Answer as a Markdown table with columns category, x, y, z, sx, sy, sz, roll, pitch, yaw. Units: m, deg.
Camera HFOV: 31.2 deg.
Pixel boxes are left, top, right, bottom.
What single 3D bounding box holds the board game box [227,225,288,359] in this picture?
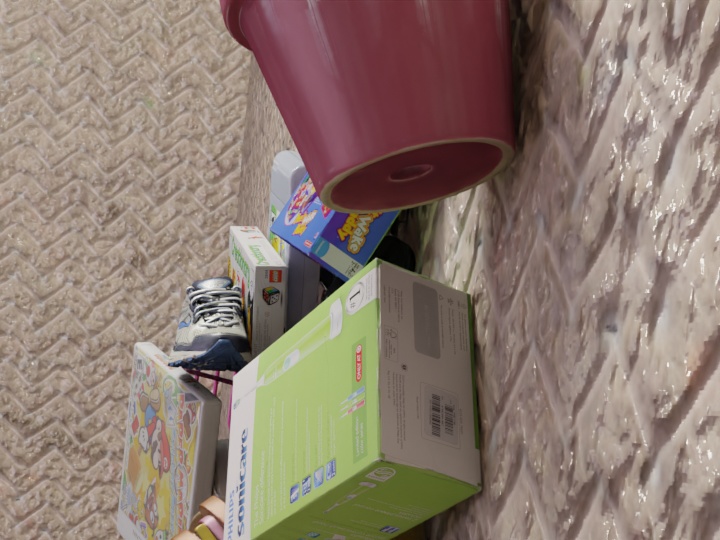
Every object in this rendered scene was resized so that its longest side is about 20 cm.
| category | x | y | z | sx | sy | sz | roll | pitch | yaw |
| --- | --- | --- | --- | --- | --- | --- | --- | --- | --- |
| board game box | -0.105 | 0.036 | 1.275 | 0.200 | 0.034 | 0.128 | -136 | 49 | -73 |

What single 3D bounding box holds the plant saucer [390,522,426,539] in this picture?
| category | x | y | z | sx | sy | sz | roll | pitch | yaw |
| --- | --- | --- | --- | --- | --- | --- | --- | --- | --- |
| plant saucer | 0.012 | 0.225 | 0.992 | 0.201 | 0.048 | 0.202 | 107 | 165 | -51 |

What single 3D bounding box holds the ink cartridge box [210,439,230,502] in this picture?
| category | x | y | z | sx | sy | sz | roll | pitch | yaw |
| --- | --- | --- | --- | --- | --- | --- | --- | --- | --- |
| ink cartridge box | -0.086 | 0.271 | 1.243 | 0.085 | 0.144 | 0.202 | -111 | 28 | -60 |

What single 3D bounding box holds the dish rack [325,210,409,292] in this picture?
| category | x | y | z | sx | sy | sz | roll | pitch | yaw |
| --- | --- | --- | --- | --- | --- | --- | --- | --- | --- |
| dish rack | 0.000 | 0.000 | 1.171 | 0.153 | 0.054 | 0.203 | -130 | 47 | -75 |

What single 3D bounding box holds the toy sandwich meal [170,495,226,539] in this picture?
| category | x | y | z | sx | sy | sz | roll | pitch | yaw |
| --- | --- | --- | --- | --- | --- | --- | --- | --- | --- |
| toy sandwich meal | -0.094 | 0.275 | 1.001 | 0.204 | 0.070 | 0.207 | 31 | 134 | 39 |

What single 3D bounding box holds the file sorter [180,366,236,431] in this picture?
| category | x | y | z | sx | sy | sz | roll | pitch | yaw |
| --- | --- | --- | --- | --- | --- | --- | --- | --- | --- |
| file sorter | -0.128 | 0.154 | 1.372 | 0.200 | 0.124 | 0.141 | -17 | -63 | -66 |

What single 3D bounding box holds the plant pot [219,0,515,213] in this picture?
| category | x | y | z | sx | sy | sz | roll | pitch | yaw |
| --- | --- | --- | --- | --- | --- | --- | --- | --- | --- |
| plant pot | 0.017 | -0.142 | 0.818 | 0.200 | 0.197 | 0.181 | 124 | 134 | -70 |

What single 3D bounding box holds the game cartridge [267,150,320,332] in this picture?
| category | x | y | z | sx | sy | sz | roll | pitch | yaw |
| --- | --- | --- | --- | --- | --- | --- | --- | --- | --- |
| game cartridge | -0.067 | -0.010 | 1.267 | 0.133 | 0.040 | 0.203 | -144 | 56 | -71 |

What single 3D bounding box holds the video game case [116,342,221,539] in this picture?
| category | x | y | z | sx | sy | sz | roll | pitch | yaw |
| --- | --- | --- | --- | --- | --- | --- | --- | --- | --- |
| video game case | -0.187 | 0.191 | 1.233 | 0.182 | 0.023 | 0.203 | 26 | 111 | 57 |

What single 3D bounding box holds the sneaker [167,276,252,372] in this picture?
| category | x | y | z | sx | sy | sz | roll | pitch | yaw |
| --- | --- | --- | --- | --- | --- | --- | --- | --- | --- |
| sneaker | -0.142 | 0.048 | 1.201 | 0.200 | 0.076 | 0.086 | -173 | 87 | -76 |

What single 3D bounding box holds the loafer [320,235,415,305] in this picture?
| category | x | y | z | sx | sy | sz | roll | pitch | yaw |
| --- | --- | --- | --- | --- | --- | --- | --- | --- | --- |
| loafer | -0.007 | 0.068 | 1.071 | 0.203 | 0.067 | 0.070 | -67 | -23 | -2 |

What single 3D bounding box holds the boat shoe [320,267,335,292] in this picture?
| category | x | y | z | sx | sy | sz | roll | pitch | yaw |
| --- | --- | --- | --- | --- | --- | --- | --- | --- | --- |
| boat shoe | -0.050 | -0.020 | 1.363 | 0.201 | 0.090 | 0.072 | -106 | 24 | -64 |

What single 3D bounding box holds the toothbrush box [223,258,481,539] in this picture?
| category | x | y | z | sx | sy | sz | roll | pitch | yaw |
| --- | --- | --- | --- | --- | --- | --- | --- | --- | --- |
| toothbrush box | -0.011 | 0.108 | 0.890 | 0.200 | 0.085 | 0.147 | -39 | 41 | 43 |

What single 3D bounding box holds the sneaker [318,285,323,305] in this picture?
| category | x | y | z | sx | sy | sz | roll | pitch | yaw |
| --- | --- | --- | --- | --- | --- | --- | --- | --- | --- |
| sneaker | -0.075 | -0.002 | 1.537 | 0.105 | 0.074 | 0.202 | -109 | 22 | -56 |

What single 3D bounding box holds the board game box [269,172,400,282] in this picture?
| category | x | y | z | sx | sy | sz | roll | pitch | yaw |
| --- | --- | --- | --- | --- | --- | --- | --- | --- | --- |
| board game box | -0.009 | -0.068 | 1.088 | 0.135 | 0.045 | 0.200 | -57 | 14 | -1 |
